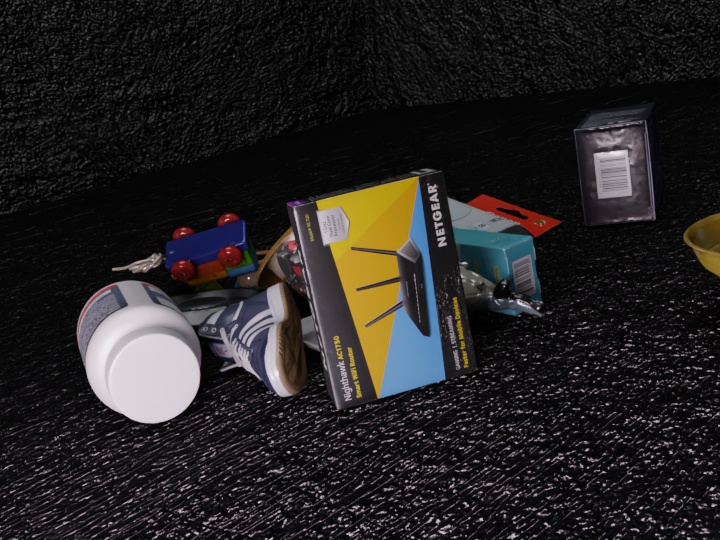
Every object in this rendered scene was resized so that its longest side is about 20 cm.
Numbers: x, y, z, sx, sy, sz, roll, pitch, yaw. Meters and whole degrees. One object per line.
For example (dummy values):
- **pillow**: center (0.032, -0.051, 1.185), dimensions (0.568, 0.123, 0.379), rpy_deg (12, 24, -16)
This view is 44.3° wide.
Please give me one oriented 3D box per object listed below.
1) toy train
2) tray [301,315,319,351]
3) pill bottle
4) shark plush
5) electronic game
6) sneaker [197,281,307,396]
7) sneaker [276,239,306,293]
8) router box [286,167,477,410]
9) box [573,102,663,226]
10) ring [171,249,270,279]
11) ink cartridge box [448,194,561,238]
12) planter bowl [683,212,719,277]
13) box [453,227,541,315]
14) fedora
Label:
- **toy train**: center (-0.241, 0.005, 1.278), dimensions (0.198, 0.116, 0.085), rpy_deg (-16, 44, 7)
- **tray**: center (-0.006, 0.076, 1.001), dimensions (0.107, 0.022, 0.199), rpy_deg (-19, 17, -29)
- **pill bottle**: center (-0.235, 0.087, 0.942), dimensions (0.118, 0.121, 0.200), rpy_deg (-16, 16, -18)
- **shark plush**: center (0.118, 0.021, 1.014), dimensions (0.198, 0.083, 0.092), rpy_deg (-6, 57, 30)
- **electronic game**: center (-0.208, 0.057, 1.177), dimensions (0.198, 0.042, 0.200), rpy_deg (-7, 8, 1)
- **sneaker**: center (-0.120, 0.088, 0.958), dimensions (0.108, 0.071, 0.200), rpy_deg (-21, 24, 4)
- **sneaker**: center (0.000, 0.000, 1.000), dimensions (0.199, 0.071, 0.098), rpy_deg (26, 53, 35)
- **router box**: center (0.023, 0.016, 0.854), dimensions (0.148, 0.202, 0.051), rpy_deg (-15, 13, -10)
- **box**: center (0.397, -0.165, 1.346), dimensions (0.103, 0.150, 0.200), rpy_deg (-4, 17, 24)
- **ring**: center (-0.202, -0.006, 1.418), dimensions (0.198, 0.019, 0.200), rpy_deg (-11, 8, 2)
- **ink cartridge box**: center (0.182, -0.083, 1.322), dimensions (0.199, 0.048, 0.159), rpy_deg (-25, 36, -38)
- **planter bowl**: center (0.423, -0.004, 0.862), dimensions (0.198, 0.084, 0.201), rpy_deg (-11, 14, 3)
- **box**: center (0.128, -0.004, 1.081), dimensions (0.049, 0.083, 0.199), rpy_deg (-21, 17, -32)
- **fedora**: center (-0.048, -0.024, 1.198), dimensions (0.200, 0.082, 0.201), rpy_deg (-40, -11, -9)
